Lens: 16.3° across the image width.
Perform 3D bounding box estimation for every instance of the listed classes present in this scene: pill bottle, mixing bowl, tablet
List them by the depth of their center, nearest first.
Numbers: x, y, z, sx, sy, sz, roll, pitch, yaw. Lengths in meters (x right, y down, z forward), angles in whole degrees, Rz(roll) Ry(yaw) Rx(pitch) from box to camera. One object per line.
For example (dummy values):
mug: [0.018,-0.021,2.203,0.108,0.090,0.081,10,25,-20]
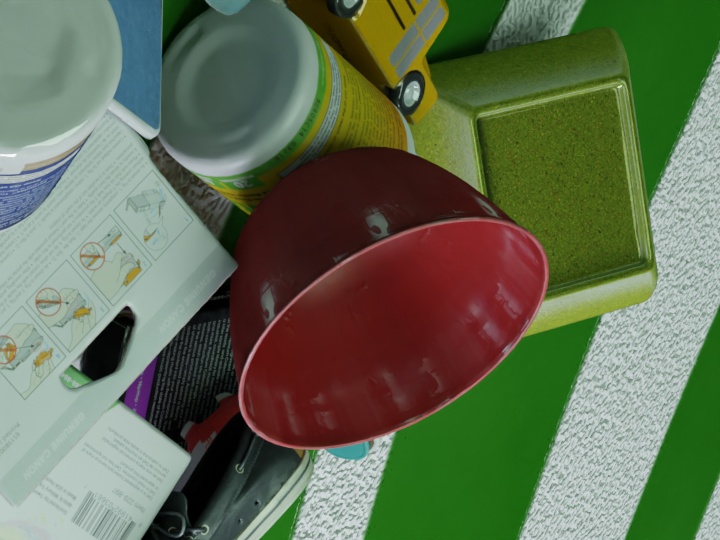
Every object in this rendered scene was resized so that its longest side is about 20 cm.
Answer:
pill bottle: [-0.192,-0.080,1.238,0.111,0.111,0.200,-47,-177,-24]
tablet: [-0.162,-0.165,1.353,0.200,0.014,0.131,37,47,-55]
mixing bowl: [0.000,0.000,1.474,0.199,0.109,0.201,-21,147,-14]
pill bottle: [-0.034,-0.077,1.548,0.112,0.111,0.200,-61,146,-6]

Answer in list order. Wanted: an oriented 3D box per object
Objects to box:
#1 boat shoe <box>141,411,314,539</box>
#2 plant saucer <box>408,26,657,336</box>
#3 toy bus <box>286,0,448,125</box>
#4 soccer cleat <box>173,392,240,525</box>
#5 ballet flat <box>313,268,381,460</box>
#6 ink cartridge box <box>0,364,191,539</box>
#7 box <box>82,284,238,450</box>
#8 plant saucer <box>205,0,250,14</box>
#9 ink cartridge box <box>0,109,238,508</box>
boat shoe: [-0.108,0.162,1.495,0.062,0.074,0.200,50,64,-17]
plant saucer: [0.127,-0.055,1.732,0.198,0.048,0.202,-15,101,-31]
toy bus: [-0.003,-0.177,1.571,0.079,0.065,0.200,-56,145,-16]
soccer cleat: [-0.097,0.163,1.575,0.201,0.085,0.069,-53,145,-14]
ballet flat: [-0.016,0.041,1.639,0.069,0.069,0.201,-45,145,-26]
ink cartridge box: [-0.214,0.148,1.442,0.145,0.087,0.201,41,75,-40]
box: [-0.105,0.083,1.620,0.199,0.036,0.144,-9,118,-50]
plant saucer: [-0.073,-0.241,1.362,0.200,0.036,0.202,-9,90,-75]
ink cartridge box: [-0.187,-0.001,1.377,0.200,0.043,0.174,-48,113,-24]
